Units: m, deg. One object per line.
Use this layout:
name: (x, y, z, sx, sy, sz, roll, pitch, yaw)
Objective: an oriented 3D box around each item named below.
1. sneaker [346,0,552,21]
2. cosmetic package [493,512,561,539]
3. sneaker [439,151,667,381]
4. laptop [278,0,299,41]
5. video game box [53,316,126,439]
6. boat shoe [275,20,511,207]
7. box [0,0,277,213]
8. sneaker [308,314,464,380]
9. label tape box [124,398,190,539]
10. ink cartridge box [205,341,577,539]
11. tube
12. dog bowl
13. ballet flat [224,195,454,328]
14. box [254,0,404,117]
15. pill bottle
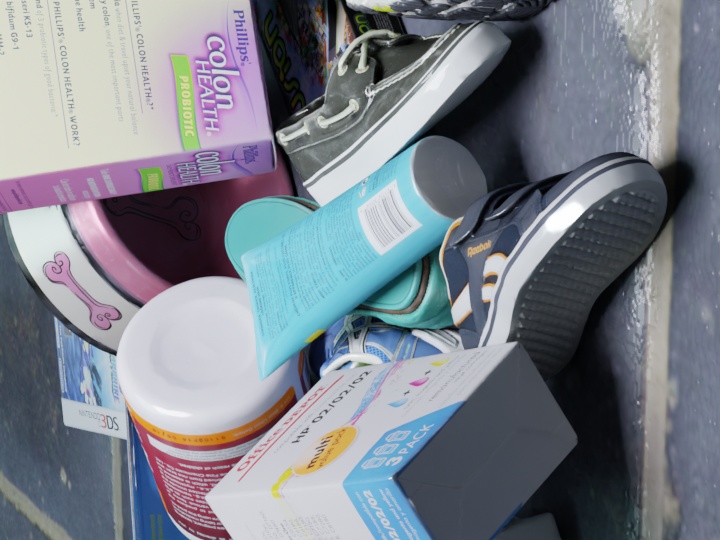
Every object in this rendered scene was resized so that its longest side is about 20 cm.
sneaker: (0.043, -0.175, 1.409, 0.200, 0.077, 0.080, -165, 79, -64)
cosmetic package: (0.010, 0.198, 1.415, 0.113, 0.200, 0.081, -20, 86, 67)
sneaker: (0.089, -0.014, 1.339, 0.079, 0.078, 0.200, 65, 152, 24)
laptop: (-0.018, -0.269, 1.516, 0.200, 0.103, 0.177, -40, 44, 18)
video game box: (-0.187, 0.026, 1.991, 0.182, 0.047, 0.200, 1, 97, 63)
boat shoe: (0.010, -0.096, 1.448, 0.064, 0.071, 0.200, 51, 144, -2)
box: (-0.161, -0.137, 1.568, 0.097, 0.200, 0.176, 89, 171, -80)
sneaker: (0.007, 0.056, 1.538, 0.200, 0.077, 0.076, -170, 73, -67)
label tape box: (-0.123, 0.108, 1.774, 0.200, 0.063, 0.144, -116, 23, -81)
ink cartridge box: (0.002, 0.106, 1.376, 0.200, 0.115, 0.068, -12, 115, 50)
tube: (-0.009, -0.010, 1.458, 0.200, 0.050, 0.077, -34, 54, 47)
dog bowl: (-0.127, -0.044, 1.680, 0.074, 0.200, 0.200, -28, 70, 46)
ballet flat: (0.000, 0.000, 1.534, 0.200, 0.070, 0.067, 14, 90, 52)
box: (-0.023, -0.155, 1.596, 0.200, 0.035, 0.110, 69, 151, 28)
pill bottle: (-0.078, 0.105, 1.641, 0.200, 0.113, 0.113, 77, 168, -50)
